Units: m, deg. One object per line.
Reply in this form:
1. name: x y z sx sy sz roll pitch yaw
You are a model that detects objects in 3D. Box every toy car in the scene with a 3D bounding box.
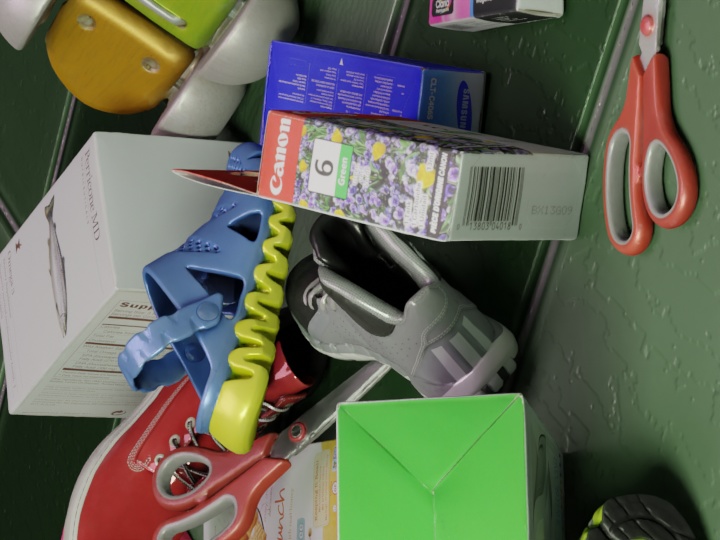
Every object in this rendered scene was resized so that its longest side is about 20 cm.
1. toy car: -0.125 -0.191 1.745 0.200 0.175 0.150 -46 11 51

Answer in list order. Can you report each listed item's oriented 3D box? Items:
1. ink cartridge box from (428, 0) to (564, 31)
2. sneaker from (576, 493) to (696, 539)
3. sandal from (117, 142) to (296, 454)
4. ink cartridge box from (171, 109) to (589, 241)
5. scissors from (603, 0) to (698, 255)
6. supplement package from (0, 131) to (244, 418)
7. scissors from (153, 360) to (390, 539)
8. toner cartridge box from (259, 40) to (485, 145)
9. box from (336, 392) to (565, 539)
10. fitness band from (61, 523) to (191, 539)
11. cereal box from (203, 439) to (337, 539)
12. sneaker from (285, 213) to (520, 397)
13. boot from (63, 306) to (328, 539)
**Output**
1. ink cartridge box: 0.077 -0.233 1.465 0.095 0.037 0.201 -1 84 62
2. sneaker: 0.133 0.211 1.289 0.081 0.074 0.200 130 140 -69
3. sandal: -0.086 0.007 1.564 0.080 0.087 0.200 105 176 -54
4. ink cartridge box: 0.008 -0.056 1.428 0.200 0.109 0.050 15 100 40
5. scissors: 0.140 -0.109 1.351 0.073 0.014 0.201 -19 72 62
6. supplement package: -0.153 0.007 1.785 0.200 0.117 0.117 -45 48 51
7. scissors: -0.041 0.107 1.558 0.200 0.014 0.073 -27 56 21
8. toner cartridge box: 0.002 -0.079 1.578 0.200 0.043 0.095 19 106 61
9. box: 0.046 0.174 1.315 0.176 0.096 0.200 52 -144 -72
10. fitness band: -0.159 0.225 1.860 0.200 0.037 0.144 46 127 53
11. cereal box: -0.040 0.180 1.634 0.200 0.039 0.144 -18 69 60
12. sneaker: 0.000 0.000 1.486 0.075 0.116 0.200 -50 34 -12
13. boot: -0.096 0.107 1.640 0.144 0.072 0.200 -20 34 57
